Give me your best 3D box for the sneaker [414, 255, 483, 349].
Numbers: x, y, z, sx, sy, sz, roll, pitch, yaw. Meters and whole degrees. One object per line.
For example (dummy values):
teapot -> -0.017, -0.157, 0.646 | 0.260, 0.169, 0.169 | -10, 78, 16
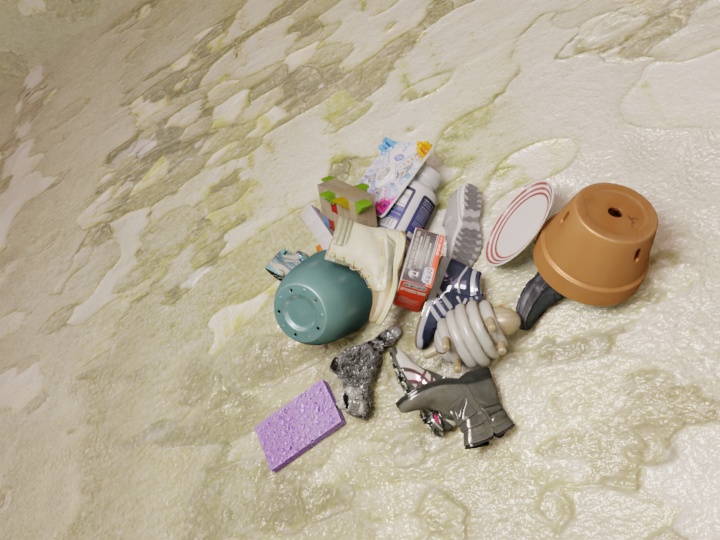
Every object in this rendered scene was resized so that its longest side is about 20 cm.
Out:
sneaker -> 0.185, 0.079, 1.082 | 0.108, 0.070, 0.201 | 18, 93, 11

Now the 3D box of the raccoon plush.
raccoon plush -> 0.026, 0.216, 1.096 | 0.200, 0.097, 0.134 | -39, 62, 6

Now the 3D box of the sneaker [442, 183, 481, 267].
sneaker -> 0.218, -0.087, 1.160 | 0.082, 0.075, 0.201 | -16, 58, 60

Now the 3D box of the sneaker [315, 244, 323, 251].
sneaker -> -0.037, -0.110, 1.295 | 0.200, 0.073, 0.077 | -46, 50, 0

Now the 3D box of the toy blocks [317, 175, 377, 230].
toy blocks -> -0.027, -0.117, 1.173 | 0.100, 0.137, 0.200 | -25, 35, -26

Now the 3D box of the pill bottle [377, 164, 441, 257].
pill bottle -> 0.107, -0.140, 1.206 | 0.111, 0.111, 0.200 | 21, 78, 34

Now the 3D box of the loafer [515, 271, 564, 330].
loafer -> 0.365, 0.031, 1.008 | 0.070, 0.068, 0.201 | 27, 78, 43

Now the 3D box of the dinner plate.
dinner plate -> 0.320, -0.091, 1.057 | 0.200, 0.024, 0.200 | -56, 13, 20

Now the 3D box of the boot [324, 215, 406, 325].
boot -> 0.000, 0.000, 1.061 | 0.154, 0.072, 0.201 | 14, 83, -12

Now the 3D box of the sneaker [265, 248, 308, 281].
sneaker -> -0.150, -0.005, 1.305 | 0.200, 0.078, 0.087 | 22, 75, 34

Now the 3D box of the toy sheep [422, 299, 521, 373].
toy sheep -> 0.208, 0.124, 0.999 | 0.199, 0.138, 0.138 | -22, 58, 16

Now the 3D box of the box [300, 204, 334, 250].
box -> -0.078, -0.077, 1.248 | 0.041, 0.039, 0.200 | -46, 55, 15

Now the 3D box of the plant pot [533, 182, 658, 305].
plant pot -> 0.423, -0.059, 0.930 | 0.199, 0.140, 0.201 | 0, 53, 0

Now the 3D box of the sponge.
sponge -> -0.135, 0.340, 1.157 | 0.200, 0.030, 0.112 | -37, 55, 8

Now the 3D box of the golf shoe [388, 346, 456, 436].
golf shoe -> 0.129, 0.227, 1.048 | 0.088, 0.077, 0.200 | -31, 63, -9

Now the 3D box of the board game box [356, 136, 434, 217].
board game box -> 0.055, -0.225, 1.225 | 0.200, 0.026, 0.200 | -54, 31, -4

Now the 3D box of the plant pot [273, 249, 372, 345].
plant pot -> -0.091, 0.068, 1.129 | 0.200, 0.161, 0.201 | 6, 105, 24

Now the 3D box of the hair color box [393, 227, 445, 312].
hair color box -> 0.116, 0.005, 1.075 | 0.064, 0.200, 0.111 | 16, 74, 5

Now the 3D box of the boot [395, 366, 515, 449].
boot -> 0.174, 0.261, 0.952 | 0.199, 0.068, 0.131 | -13, 66, -12
